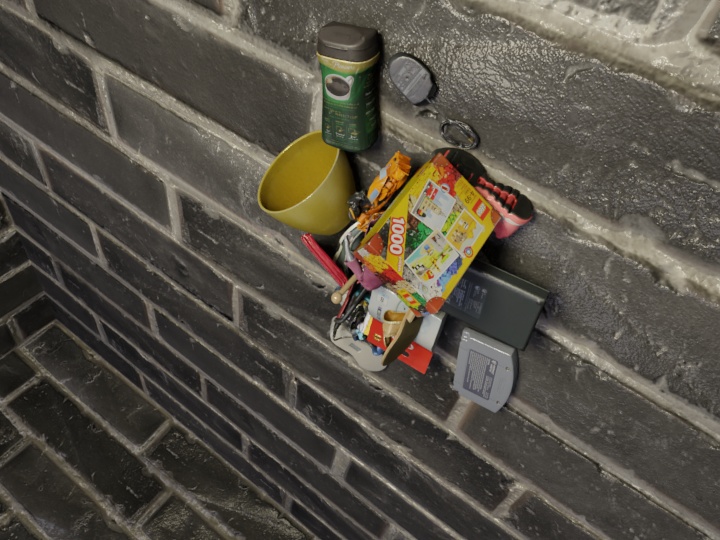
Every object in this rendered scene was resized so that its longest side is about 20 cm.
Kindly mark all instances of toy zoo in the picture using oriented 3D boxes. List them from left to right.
[{"bbox_3d":[0.037,0.073,1.184,0.130,0.020,0.203,30,116,19],"label":"toy zoo"}]

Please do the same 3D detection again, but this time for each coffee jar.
[{"bbox_3d":[-0.019,-0.316,0.903,0.102,0.086,0.203,20,136,20],"label":"coffee jar"}]

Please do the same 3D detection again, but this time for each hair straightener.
[{"bbox_3d":[-0.008,0.085,1.173,0.076,0.041,0.202,35,112,15],"label":"hair straightener"}]

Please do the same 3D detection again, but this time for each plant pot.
[{"bbox_3d":[-0.086,-0.154,1.048,0.197,0.203,0.142,3,150,40],"label":"plant pot"}]

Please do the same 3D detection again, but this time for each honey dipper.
[{"bbox_3d":[0.000,0.000,1.070,0.037,0.200,0.039,22,136,24],"label":"honey dipper"}]

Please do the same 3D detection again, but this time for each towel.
[{"bbox_3d":[-0.079,-0.020,1.164,0.145,0.022,0.200,51,176,-4],"label":"towel"}]

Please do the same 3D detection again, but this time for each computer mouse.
[{"bbox_3d":[0.122,-0.277,0.861,0.200,0.034,0.058,46,125,-9],"label":"computer mouse"}]

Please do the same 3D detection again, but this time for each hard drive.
[{"bbox_3d":[0.225,0.052,0.947,0.197,0.033,0.141,27,138,21],"label":"hard drive"}]

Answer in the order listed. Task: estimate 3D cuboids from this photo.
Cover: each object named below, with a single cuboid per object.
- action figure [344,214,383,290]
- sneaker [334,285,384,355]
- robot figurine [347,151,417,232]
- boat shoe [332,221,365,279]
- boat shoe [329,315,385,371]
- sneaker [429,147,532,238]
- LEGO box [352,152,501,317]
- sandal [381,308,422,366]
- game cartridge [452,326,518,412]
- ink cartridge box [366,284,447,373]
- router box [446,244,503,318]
[{"bbox_3d":[0.043,-0.013,0.962,0.202,0.131,0.151,113,150,-49],"label":"action figure"},{"bbox_3d":[0.003,0.121,1.265,0.200,0.085,0.077,46,141,0],"label":"sneaker"},{"bbox_3d":[0.060,-0.128,0.972,0.142,0.059,0.200,16,143,-21],"label":"robot figurine"},{"bbox_3d":[-0.009,-0.045,1.137,0.062,0.072,0.201,49,150,12],"label":"boat shoe"},{"bbox_3d":[-0.006,0.187,1.340,0.199,0.069,0.072,35,119,-28],"label":"boat shoe"},{"bbox_3d":[0.190,-0.125,0.892,0.199,0.074,0.087,39,142,7],"label":"sneaker"},{"bbox_3d":[0.106,-0.055,0.826,0.149,0.201,0.077,42,159,-9],"label":"LEGO box"},{"bbox_3d":[0.077,0.097,1.027,0.070,0.077,0.214,51,139,24],"label":"sandal"},{"bbox_3d":[0.275,0.223,1.150,0.131,0.041,0.203,27,138,27],"label":"game cartridge"},{"bbox_3d":[0.086,0.125,1.107,0.158,0.047,0.203,28,130,18],"label":"ink cartridge box"},{"bbox_3d":[0.173,0.008,1.032,0.151,0.062,0.199,50,141,-8],"label":"router box"}]
